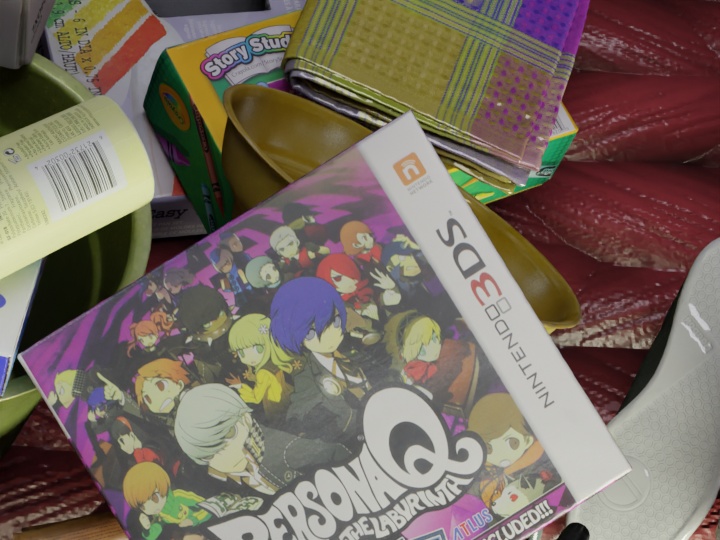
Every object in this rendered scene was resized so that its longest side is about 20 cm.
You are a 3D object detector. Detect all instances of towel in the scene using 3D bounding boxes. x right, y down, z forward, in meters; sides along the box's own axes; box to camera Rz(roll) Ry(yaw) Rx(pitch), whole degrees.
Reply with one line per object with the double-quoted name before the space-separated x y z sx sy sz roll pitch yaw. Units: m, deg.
"towel" 0.048 -0.140 1.332 0.143 0.023 0.201 23 52 -3

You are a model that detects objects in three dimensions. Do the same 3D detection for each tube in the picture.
"tube" -0.181 -0.011 1.032 0.199 0.052 0.058 -28 30 -23

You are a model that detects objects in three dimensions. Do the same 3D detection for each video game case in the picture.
"video game case" -0.015 0.060 1.068 0.200 0.036 0.182 -31 87 -2

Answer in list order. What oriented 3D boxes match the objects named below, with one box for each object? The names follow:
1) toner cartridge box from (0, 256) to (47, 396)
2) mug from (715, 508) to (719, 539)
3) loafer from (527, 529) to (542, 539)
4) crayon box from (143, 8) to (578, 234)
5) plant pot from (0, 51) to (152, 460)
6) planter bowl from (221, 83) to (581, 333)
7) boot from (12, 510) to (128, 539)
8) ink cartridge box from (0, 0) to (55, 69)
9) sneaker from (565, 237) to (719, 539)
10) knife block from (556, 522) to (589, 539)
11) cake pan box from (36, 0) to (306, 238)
"toner cartridge box" -0.234 -0.022 1.073 0.199 0.043 0.095 16 59 -6
"mug" 0.252 0.097 1.280 0.147 0.200 0.176 12 57 43
"loafer" 0.054 0.065 1.312 0.063 0.072 0.201 4 48 -12
"crayon box" 0.000 -0.081 1.334 0.199 0.058 0.119 -19 68 -25
"plant pot" -0.213 0.018 1.194 0.199 0.190 0.201 7 58 -12
"planter bowl" 0.000 0.000 1.197 0.200 0.084 0.200 31 15 -9
"boot" -0.065 0.102 1.172 0.199 0.188 0.069 -9 87 -10
"ink cartridge box" -0.226 -0.195 1.159 0.199 0.083 0.146 16 56 -3
"sneaker" 0.171 0.081 1.338 0.070 0.099 0.201 25 88 12
"knife block" 0.048 0.162 1.124 0.064 0.200 0.176 23 75 11
"cake pan box" -0.088 -0.115 1.391 0.183 0.052 0.201 -3 62 -20
